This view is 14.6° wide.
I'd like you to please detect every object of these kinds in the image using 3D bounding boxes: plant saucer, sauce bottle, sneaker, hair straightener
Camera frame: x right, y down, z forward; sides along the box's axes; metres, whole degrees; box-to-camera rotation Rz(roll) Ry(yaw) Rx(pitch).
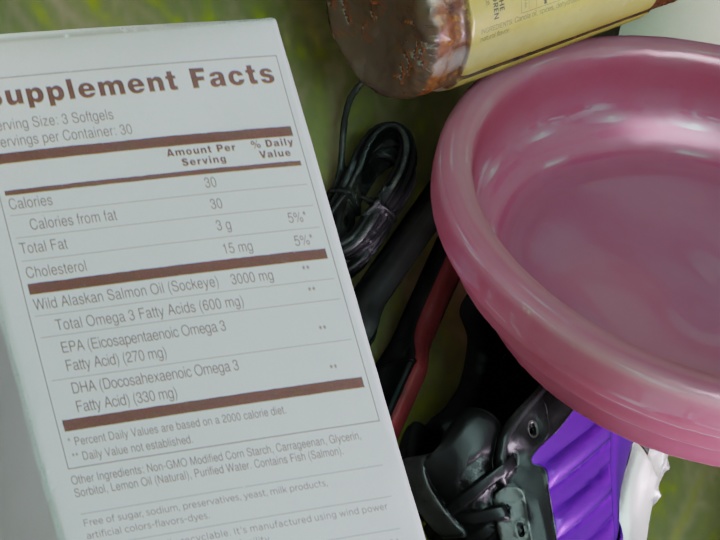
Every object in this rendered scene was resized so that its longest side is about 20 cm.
[{"bbox_3d":[0.118,-0.002,0.935,0.199,0.051,0.201,10,37,-8],"label":"plant saucer"},{"bbox_3d":[0.081,-0.115,0.973,0.199,0.066,0.066,-22,94,-34],"label":"sauce bottle"},{"bbox_3d":[0.050,0.093,0.948,0.099,0.069,0.201,23,65,-38],"label":"sneaker"},{"bbox_3d":[0.000,0.000,0.957,0.077,0.041,0.201,35,72,-20],"label":"hair straightener"}]

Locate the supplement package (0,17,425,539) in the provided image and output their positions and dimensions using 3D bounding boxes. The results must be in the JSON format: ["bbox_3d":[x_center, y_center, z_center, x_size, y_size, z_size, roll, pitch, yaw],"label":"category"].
[{"bbox_3d":[-0.071,0.040,0.847,0.117,0.117,0.201,-7,71,-29],"label":"supplement package"}]

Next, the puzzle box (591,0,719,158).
[{"bbox_3d":[0.167,-0.032,1.057,0.199,0.025,0.134,20,75,-24],"label":"puzzle box"}]
